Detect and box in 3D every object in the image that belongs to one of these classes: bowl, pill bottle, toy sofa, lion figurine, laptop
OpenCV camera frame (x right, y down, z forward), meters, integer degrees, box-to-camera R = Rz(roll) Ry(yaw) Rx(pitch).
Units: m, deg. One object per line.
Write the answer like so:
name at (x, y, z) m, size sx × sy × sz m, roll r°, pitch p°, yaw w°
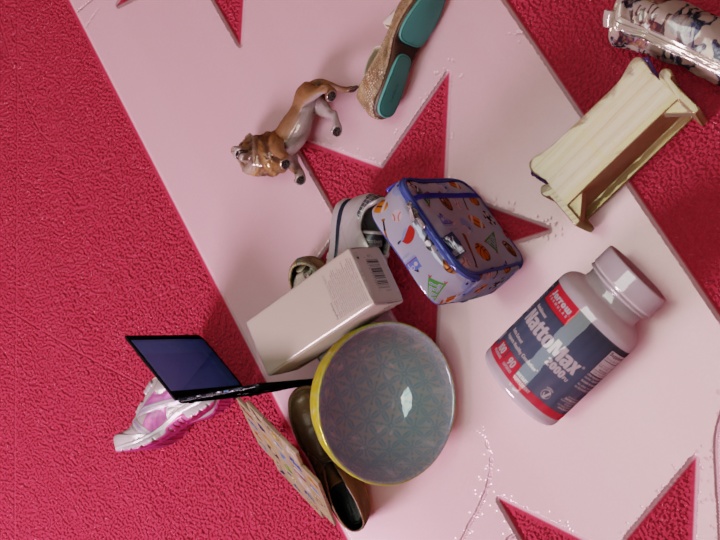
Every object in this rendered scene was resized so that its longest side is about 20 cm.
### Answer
bowl at (0.012, 0.165, 1.268) m, size 0.107 × 0.197 × 0.204 m, roll -5°, pitch 83°, yaw 61°
pill bottle at (0.253, 0.073, 1.169) m, size 0.200 × 0.119 × 0.120 m, roll -47°, pitch 69°, yaw 15°
toy sofa at (0.302, -0.148, 1.178) m, size 0.200 × 0.083 × 0.098 m, roll -46°, pitch 69°, yaw 17°
lion figurine at (-0.090, -0.200, 1.378) m, size 0.200 × 0.072 × 0.123 m, roll -47°, pitch 41°, yaw 8°
laptop at (-0.180, 0.121, 1.344) m, size 0.197 × 0.177 × 0.105 m, roll -13°, pitch 82°, yaw 25°

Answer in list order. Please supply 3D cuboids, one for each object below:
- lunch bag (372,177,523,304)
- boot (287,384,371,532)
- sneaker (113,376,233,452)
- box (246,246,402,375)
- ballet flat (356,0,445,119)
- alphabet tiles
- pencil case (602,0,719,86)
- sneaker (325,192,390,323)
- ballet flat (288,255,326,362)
lunch bag at (0.105, -0.044, 1.203) m, size 0.075 × 0.199 × 0.161 m, roll -40°, pitch 72°, yaw 27°
boot at (-0.037, 0.244, 1.299) m, size 0.073 × 0.075 × 0.202 m, roll -24°, pitch 89°, yaw 0°
sneaker at (-0.280, 0.197, 1.447) m, size 0.199 × 0.081 × 0.089 m, roll -32°, pitch 73°, yaw 12°
box at (-0.048, 0.053, 1.261) m, size 0.199 × 0.068 × 0.083 m, roll -33°, pitch 74°, yaw 33°
ballet flat at (0.047, -0.302, 1.323) m, size 0.065 × 0.070 × 0.202 m, roll 31°, pitch 97°, yaw 38°
alphabet tiles at (-0.095, 0.248, 1.294) m, size 0.006 × 0.201 × 0.166 m, roll -38°, pitch 57°, yaw -18°
pencil case at (0.379, -0.263, 1.143) m, size 0.199 × 0.089 × 0.079 m, roll 31°, pitch 124°, yaw 24°
sneaker at (0.000, 0.000, 1.305) m, size 0.080 × 0.076 × 0.204 m, roll -4°, pitch 84°, yaw 50°
ballet flat at (-0.048, 0.073, 1.344) m, size 0.070 × 0.070 × 0.202 m, roll -27°, pitch 76°, yaw 22°
